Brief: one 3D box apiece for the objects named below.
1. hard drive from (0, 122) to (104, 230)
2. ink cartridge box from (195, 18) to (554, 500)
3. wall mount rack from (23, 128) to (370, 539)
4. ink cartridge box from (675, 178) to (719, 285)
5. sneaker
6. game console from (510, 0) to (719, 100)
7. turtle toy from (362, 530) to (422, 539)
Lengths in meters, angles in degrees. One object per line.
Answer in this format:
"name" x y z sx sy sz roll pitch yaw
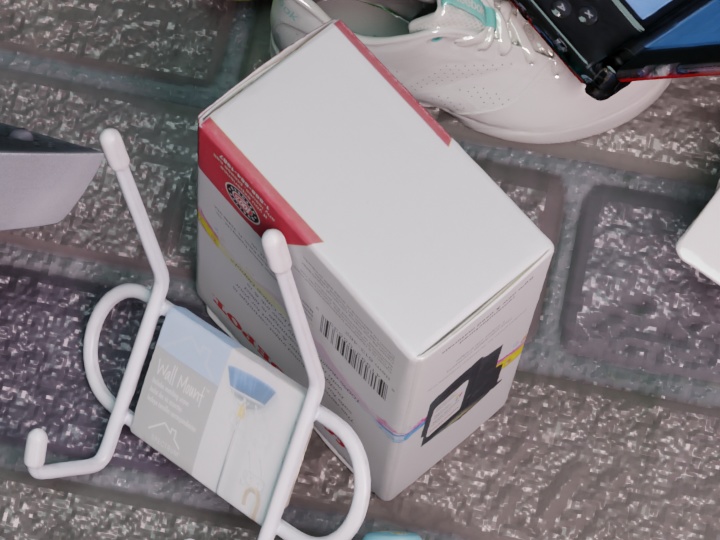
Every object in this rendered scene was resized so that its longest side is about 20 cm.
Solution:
"hard drive" -0.221 -0.049 1.232 0.135 0.200 0.042 16 100 35
"ink cartridge box" 0.000 0.000 1.298 0.083 0.200 0.146 -39 76 -16
"wall mount rack" -0.076 0.040 1.289 0.200 0.075 0.174 31 111 39
"ink cartridge box" 0.246 -0.041 1.387 0.116 0.067 0.200 36 73 11
"sneaker" 0.055 -0.113 1.398 0.200 0.089 0.075 3 69 0
"game console" 0.178 -0.174 1.375 0.200 0.119 0.172 -34 80 -34
"turtle toy" -0.014 0.190 1.272 0.200 0.146 0.101 -31 53 -12
